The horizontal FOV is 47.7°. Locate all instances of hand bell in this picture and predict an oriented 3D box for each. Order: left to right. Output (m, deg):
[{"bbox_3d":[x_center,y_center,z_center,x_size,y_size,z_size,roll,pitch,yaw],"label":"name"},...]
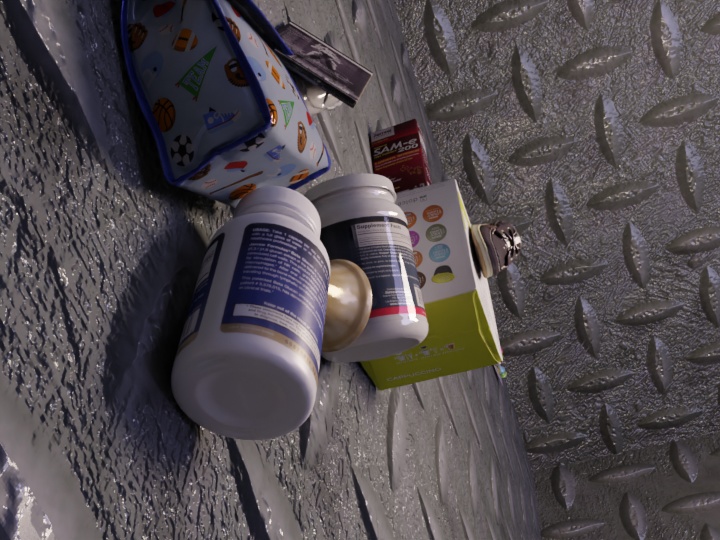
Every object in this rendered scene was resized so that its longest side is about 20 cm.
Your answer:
[{"bbox_3d":[-0.080,0.013,0.826,0.199,0.103,0.106,28,48,-56],"label":"hand bell"}]

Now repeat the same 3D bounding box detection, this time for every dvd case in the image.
[{"bbox_3d":[-0.058,-0.293,1.147,0.147,0.016,0.201,31,25,-6],"label":"dvd case"}]

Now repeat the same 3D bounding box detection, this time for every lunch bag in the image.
[{"bbox_3d":[-0.122,-0.172,0.723,0.203,0.122,0.170,64,10,13],"label":"lunch bag"}]

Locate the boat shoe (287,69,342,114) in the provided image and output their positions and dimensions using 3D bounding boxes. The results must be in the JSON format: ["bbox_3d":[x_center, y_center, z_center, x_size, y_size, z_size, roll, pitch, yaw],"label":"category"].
[{"bbox_3d":[-0.059,-0.261,1.188,0.200,0.067,0.073,-29,104,-77],"label":"boat shoe"}]

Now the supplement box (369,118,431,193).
[{"bbox_3d":[0.084,-0.201,1.648,0.061,0.107,0.203,56,22,-53],"label":"supplement box"}]

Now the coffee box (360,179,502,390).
[{"bbox_3d":[0.080,0.027,1.181,0.201,0.196,0.201,61,19,-51],"label":"coffee box"}]

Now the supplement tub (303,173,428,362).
[{"bbox_3d":[0.000,0.000,0.999,0.140,0.138,0.204,38,39,-69],"label":"supplement tub"}]

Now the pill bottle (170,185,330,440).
[{"bbox_3d":[-0.081,0.025,0.668,0.202,0.109,0.112,-85,156,-46],"label":"pill bottle"}]

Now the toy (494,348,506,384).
[{"bbox_3d":[0.514,0.319,3.056,0.116,0.046,0.202,-89,160,-55],"label":"toy"}]

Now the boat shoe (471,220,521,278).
[{"bbox_3d":[0.197,-0.038,1.162,0.200,0.064,0.073,-36,111,-77],"label":"boat shoe"}]
